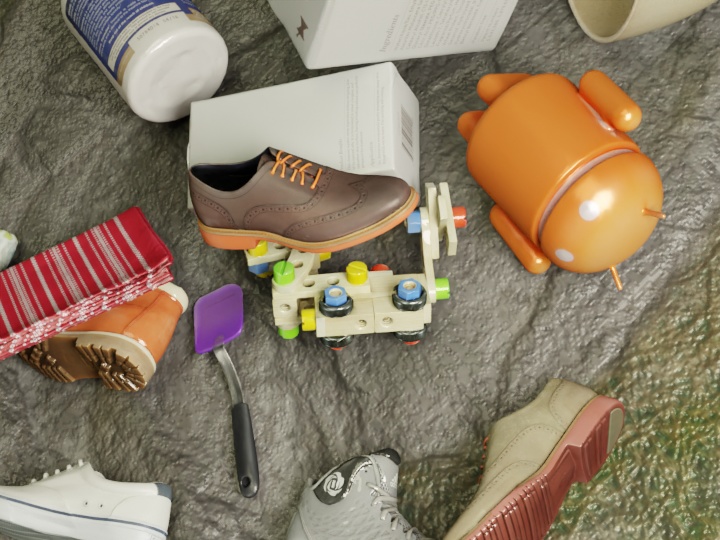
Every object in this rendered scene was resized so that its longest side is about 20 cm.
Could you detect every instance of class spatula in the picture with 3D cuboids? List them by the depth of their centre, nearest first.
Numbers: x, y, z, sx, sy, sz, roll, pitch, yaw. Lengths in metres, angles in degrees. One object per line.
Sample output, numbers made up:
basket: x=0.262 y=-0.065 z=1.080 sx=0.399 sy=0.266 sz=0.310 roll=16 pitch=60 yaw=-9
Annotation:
spatula: x=-0.111 y=0.102 z=1.175 sx=0.056 sy=0.021 sz=0.201 roll=-26 pitch=63 yaw=23

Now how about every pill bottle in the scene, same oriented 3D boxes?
pill bottle: x=-0.223 y=-0.246 z=1.316 sx=0.111 sy=0.111 sz=0.200 roll=-40 pitch=60 yaw=1

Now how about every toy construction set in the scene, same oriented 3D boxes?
toy construction set: x=0.000 y=0.000 z=1.145 sx=0.199 sy=0.093 sz=0.132 roll=-16 pitch=38 yaw=6

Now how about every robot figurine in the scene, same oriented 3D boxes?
robot figurine: x=0.165 y=-0.081 z=1.092 sx=0.144 sy=0.117 sz=0.200 roll=-40 pitch=60 yaw=1

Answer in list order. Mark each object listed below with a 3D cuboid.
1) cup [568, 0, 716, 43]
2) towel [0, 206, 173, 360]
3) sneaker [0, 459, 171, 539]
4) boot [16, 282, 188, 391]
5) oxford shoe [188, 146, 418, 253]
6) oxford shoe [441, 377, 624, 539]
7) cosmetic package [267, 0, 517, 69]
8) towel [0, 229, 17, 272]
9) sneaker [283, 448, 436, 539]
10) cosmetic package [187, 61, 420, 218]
cup: x=0.263 y=-0.296 z=1.123 sx=0.142 sy=0.201 sz=0.202 roll=-6 pitch=63 yaw=-12
towel: x=-0.271 y=0.011 z=1.216 sx=0.199 sy=0.023 sz=0.145 roll=-26 pitch=32 yaw=-10
sneaker: x=-0.252 y=0.202 z=1.168 sx=0.198 sy=0.073 sz=0.071 roll=8 pitch=62 yaw=14
boot: x=-0.249 y=0.044 z=1.236 sx=0.199 sy=0.075 sz=0.108 roll=8 pitch=51 yaw=30
oxford shoe: x=-0.052 y=-0.062 z=1.106 sx=0.199 sy=0.073 sz=0.071 roll=-4 pitch=38 yaw=19
oxford shoe: x=0.116 y=0.159 z=1.022 sx=0.075 sy=0.071 sz=0.200 roll=28 pitch=53 yaw=35
cosmetic package: x=0.028 y=-0.295 z=1.162 sx=0.199 sy=0.165 sz=0.165 roll=-11 pitch=57 yaw=-28
towel: x=-0.451 y=0.019 z=1.329 sx=0.199 sy=0.048 sz=0.172 roll=15 pitch=75 yaw=26
sneaker: x=0.031 y=0.197 z=1.052 sx=0.199 sy=0.075 sz=0.116 roll=7 pitch=68 yaw=24
cosmetic package: x=-0.052 y=-0.104 z=1.208 sx=0.199 sy=0.081 sz=0.114 roll=-8 pitch=65 yaw=19
